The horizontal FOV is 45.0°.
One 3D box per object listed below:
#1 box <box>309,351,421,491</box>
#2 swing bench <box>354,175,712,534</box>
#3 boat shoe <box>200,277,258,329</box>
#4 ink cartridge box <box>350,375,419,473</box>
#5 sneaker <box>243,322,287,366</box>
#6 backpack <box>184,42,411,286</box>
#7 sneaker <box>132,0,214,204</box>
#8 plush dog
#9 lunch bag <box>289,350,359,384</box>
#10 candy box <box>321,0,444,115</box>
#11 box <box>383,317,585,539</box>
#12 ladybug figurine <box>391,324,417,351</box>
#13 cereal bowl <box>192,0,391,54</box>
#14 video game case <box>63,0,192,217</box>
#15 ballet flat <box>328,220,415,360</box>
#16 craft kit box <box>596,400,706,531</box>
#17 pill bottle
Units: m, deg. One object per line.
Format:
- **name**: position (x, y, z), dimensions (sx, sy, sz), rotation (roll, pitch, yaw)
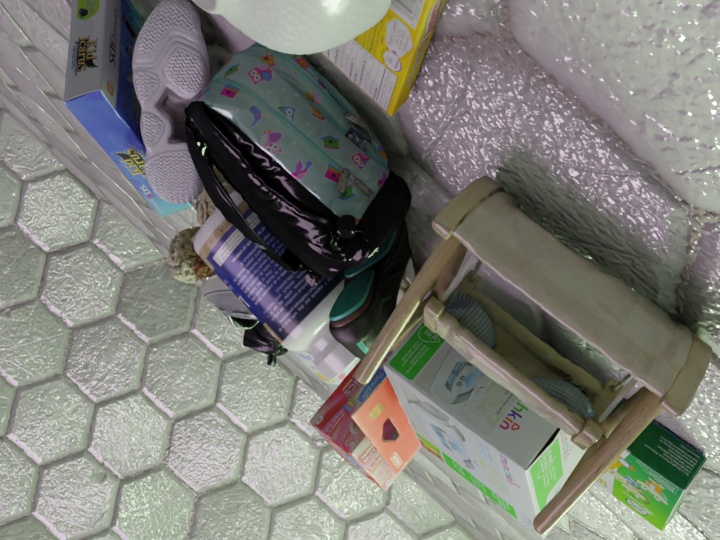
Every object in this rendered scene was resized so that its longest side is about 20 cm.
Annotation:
- **box**: position (0.046, 0.164, 1.126), dimensions (0.102, 0.201, 0.095), rotation (22, 156, 50)
- **swing bench**: position (0.130, 0.054, 0.656), dimensions (0.198, 0.129, 0.201), rotation (39, 137, 12)
- **boat shoe**: position (-0.155, 0.040, 1.105), dimensions (0.200, 0.069, 0.073), rotation (-12, 91, 67)
- **ink cartridge box**: position (0.085, 0.148, 1.013), dimensions (0.044, 0.177, 0.201), rotation (31, 164, 31)
- **sneaker**: position (-0.135, 0.045, 1.239), dimensions (0.074, 0.115, 0.201), rotation (7, -149, -20)
- **backpack**: position (-0.058, -0.096, 0.761), dimensions (0.200, 0.127, 0.167), rotation (44, 155, -8)
- **sneaker**: position (-0.179, -0.179, 0.891), dimensions (0.074, 0.203, 0.114), rotation (7, -155, 5)
- **plush dog**: position (-0.158, -0.073, 1.095), dimensions (0.157, 0.204, 0.172), rotation (9, -178, -10)
- **lunch bag**: position (-0.074, 0.075, 1.360), dimensions (0.200, 0.127, 0.170), rotation (47, 171, 30)
- **candy box**: position (0.003, -0.175, 0.547), dimensions (0.102, 0.026, 0.200), rotation (45, 167, 4)
- **box**: position (0.135, 0.151, 0.874), dimensions (0.175, 0.097, 0.201), rotation (34, 161, 32)
- **ladybug figurine**: position (0.000, 0.000, 0.979), dimensions (0.201, 0.072, 0.135), rotation (50, 149, -8)
- **cereal bowl**: position (-0.071, -0.202, 0.468), dimensions (0.201, 0.083, 0.201), rotation (49, 167, 16)
- **video game case**: position (-0.246, -0.190, 0.949), dimensions (0.201, 0.045, 0.184), rotation (60, -161, -55)
- **ballet flat**: position (0.015, 0.017, 0.812), dimensions (0.067, 0.201, 0.069), rotation (-25, 113, 28)
- **craft kit box**: position (0.256, 0.180, 0.925), dimensions (0.199, 0.049, 0.198), rotation (36, 168, 26)
- **pill bottle**: position (-0.065, 0.008, 0.887), dimensions (0.200, 0.116, 0.116), rotation (47, 167, 1)
